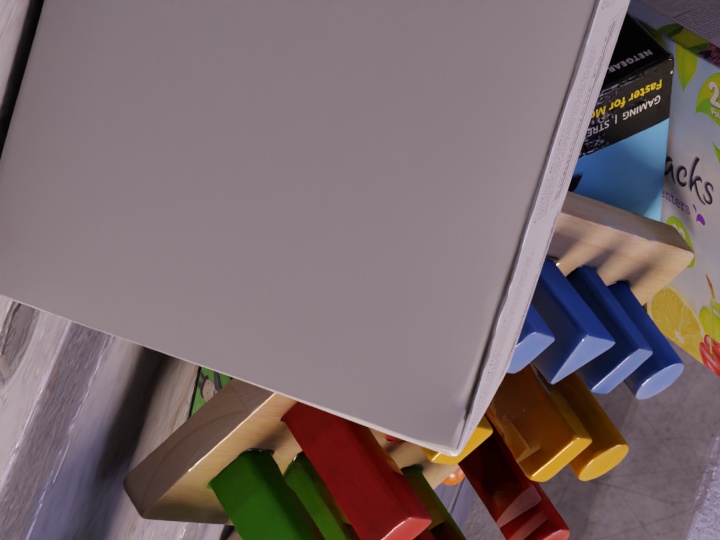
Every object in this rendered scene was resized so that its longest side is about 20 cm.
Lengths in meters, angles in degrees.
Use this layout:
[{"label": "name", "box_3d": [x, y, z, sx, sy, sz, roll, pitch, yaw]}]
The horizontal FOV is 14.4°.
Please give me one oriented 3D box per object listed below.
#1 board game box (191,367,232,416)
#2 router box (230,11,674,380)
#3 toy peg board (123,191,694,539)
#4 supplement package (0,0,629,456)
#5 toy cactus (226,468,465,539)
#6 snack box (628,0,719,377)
[{"label": "board game box", "box_3d": [0.000, 0.000, 1.275, 0.134, 0.029, 0.200, -11, 132, -32]}, {"label": "router box", "box_3d": [0.037, -0.015, 1.226, 0.200, 0.051, 0.149, -25, 141, -20]}, {"label": "toy peg board", "box_3d": [0.045, 0.069, 1.173, 0.199, 0.098, 0.200, -42, 156, 19]}, {"label": "supplement package", "box_3d": [-0.006, -0.072, 0.850, 0.111, 0.156, 0.200, -45, 154, -75]}, {"label": "toy cactus", "box_3d": [-0.024, 0.142, 1.580, 0.165, 0.102, 0.200, -34, 152, -62]}, {"label": "snack box", "box_3d": [0.154, -0.051, 1.289, 0.200, 0.068, 0.169, -139, -146, -58]}]
